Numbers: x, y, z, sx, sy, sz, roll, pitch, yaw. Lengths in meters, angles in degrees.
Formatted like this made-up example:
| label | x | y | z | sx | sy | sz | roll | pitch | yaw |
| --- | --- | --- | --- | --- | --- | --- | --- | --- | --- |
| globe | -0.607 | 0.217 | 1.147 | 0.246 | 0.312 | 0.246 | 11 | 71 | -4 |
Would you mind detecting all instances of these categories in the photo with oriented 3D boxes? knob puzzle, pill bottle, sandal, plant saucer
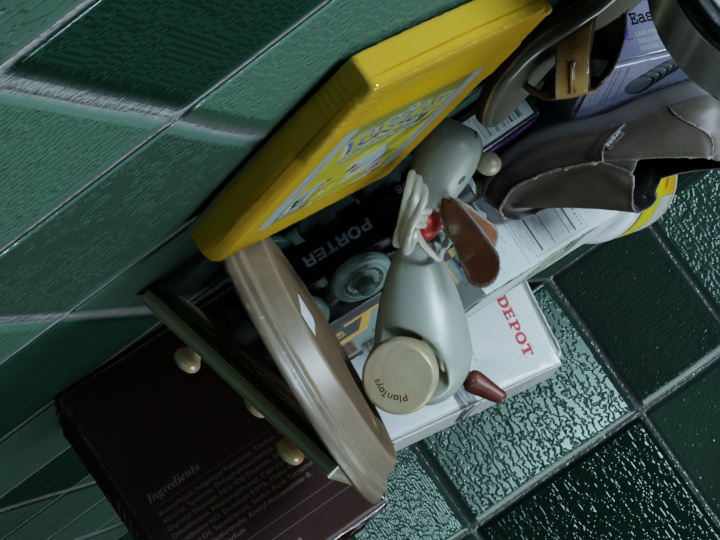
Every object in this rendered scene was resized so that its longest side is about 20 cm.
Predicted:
| label | x | y | z | sx | sy | sz | roll | pitch | yaw |
| --- | --- | --- | --- | --- | --- | --- | --- | --- | --- |
| knob puzzle | -0.063 | 0.092 | 1.564 | 0.030 | 0.220 | 0.220 | -49 | 172 | 3 |
| pill bottle | 0.232 | -0.086 | 2.147 | 0.109 | 0.109 | 0.200 | -37 | 173 | 18 |
| sandal | 0.153 | -0.152 | 1.536 | 0.200 | 0.055 | 0.082 | -38 | 172 | 26 |
| plant saucer | -0.031 | 0.054 | 1.448 | 0.029 | 0.200 | 0.200 | -30 | 174 | 4 |

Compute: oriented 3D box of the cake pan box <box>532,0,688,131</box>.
| label | x | y | z | sx | sy | sz | roll | pitch | yaw |
| --- | --- | --- | --- | --- | --- | --- | --- | --- | --- |
| cake pan box | 0.227 | -0.143 | 1.683 | 0.184 | 0.052 | 0.200 | -13 | 162 | -11 |

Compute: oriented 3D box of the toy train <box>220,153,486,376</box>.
| label | x | y | z | sx | sy | sz | roll | pitch | yaw |
| --- | --- | --- | --- | --- | --- | --- | --- | --- | --- |
| toy train | 0.000 | 0.000 | 1.606 | 0.200 | 0.085 | 0.114 | -33 | 147 | 2 |

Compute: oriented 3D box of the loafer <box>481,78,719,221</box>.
| label | x | y | z | sx | sy | sz | roll | pitch | yaw |
| --- | --- | --- | --- | --- | --- | --- | --- | --- | --- |
| loafer | 0.177 | -0.073 | 1.641 | 0.200 | 0.071 | 0.073 | -23 | 159 | 27 |

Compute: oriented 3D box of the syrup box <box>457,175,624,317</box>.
| label | x | y | z | sx | sy | sz | roll | pitch | yaw |
| --- | --- | --- | --- | --- | --- | --- | --- | --- | --- |
| syrup box | 0.119 | -0.036 | 1.765 | 0.200 | 0.082 | 0.079 | -32 | 174 | -39 |

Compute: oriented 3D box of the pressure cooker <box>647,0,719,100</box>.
| label | x | y | z | sx | sy | sz | roll | pitch | yaw |
| --- | --- | --- | --- | --- | --- | --- | --- | --- | --- |
| pressure cooker | 0.253 | -0.181 | 1.295 | 0.176 | 0.179 | 0.200 | -32 | 174 | 1 |

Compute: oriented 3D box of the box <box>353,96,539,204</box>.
| label | x | y | z | sx | sy | sz | roll | pitch | yaw |
| --- | --- | --- | --- | --- | --- | --- | --- | --- | --- |
| box | 0.062 | -0.071 | 1.736 | 0.143 | 0.036 | 0.200 | -34 | 175 | -4 |

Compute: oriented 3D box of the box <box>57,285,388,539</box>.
| label | x | y | z | sx | sy | sz | roll | pitch | yaw |
| --- | --- | --- | --- | --- | --- | --- | --- | --- | --- |
| box | -0.106 | 0.147 | 1.732 | 0.164 | 0.200 | 0.166 | -33 | 174 | -11 |

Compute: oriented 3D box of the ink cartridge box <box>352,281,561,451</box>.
| label | x | y | z | sx | sy | sz | roll | pitch | yaw |
| --- | --- | --- | --- | --- | --- | --- | --- | --- | --- |
| ink cartridge box | 0.040 | 0.059 | 1.855 | 0.200 | 0.147 | 0.083 | -24 | 168 | -10 |

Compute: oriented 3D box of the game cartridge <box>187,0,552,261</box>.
| label | x | y | z | sx | sy | sz | roll | pitch | yaw |
| --- | --- | --- | --- | --- | --- | --- | --- | --- | --- |
| game cartridge | 0.008 | -0.090 | 1.364 | 0.176 | 0.032 | 0.200 | -29 | 172 | -42 |

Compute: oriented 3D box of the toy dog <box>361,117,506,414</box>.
| label | x | y | z | sx | sy | sz | roll | pitch | yaw |
| --- | --- | --- | --- | --- | --- | --- | --- | --- | --- |
| toy dog | 0.063 | 0.012 | 1.504 | 0.132 | 0.096 | 0.200 | -75 | 177 | -62 |
